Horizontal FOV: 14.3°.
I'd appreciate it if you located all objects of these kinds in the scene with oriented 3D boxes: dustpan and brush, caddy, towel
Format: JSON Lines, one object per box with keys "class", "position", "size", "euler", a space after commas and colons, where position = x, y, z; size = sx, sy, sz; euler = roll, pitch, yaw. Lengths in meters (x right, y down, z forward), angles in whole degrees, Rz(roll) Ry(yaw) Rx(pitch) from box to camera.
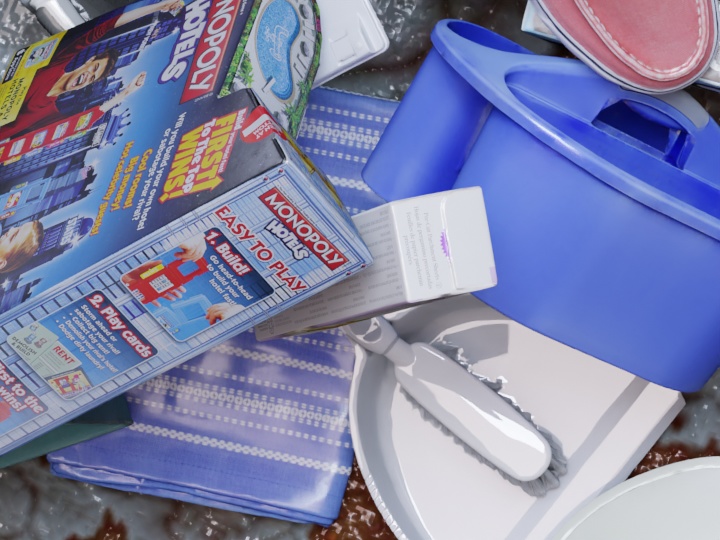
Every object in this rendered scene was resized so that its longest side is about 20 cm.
{"class": "dustpan and brush", "position": [0.028, 0.045, 1.278], "size": [0.200, 0.057, 0.140], "euler": [39, 93, 7]}
{"class": "caddy", "position": [0.100, -0.036, 1.206], "size": [0.200, 0.141, 0.105], "euler": [23, 107, -36]}
{"class": "towel", "position": [-0.061, 0.009, 1.313], "size": [0.145, 0.024, 0.200], "euler": [11, 94, 7]}

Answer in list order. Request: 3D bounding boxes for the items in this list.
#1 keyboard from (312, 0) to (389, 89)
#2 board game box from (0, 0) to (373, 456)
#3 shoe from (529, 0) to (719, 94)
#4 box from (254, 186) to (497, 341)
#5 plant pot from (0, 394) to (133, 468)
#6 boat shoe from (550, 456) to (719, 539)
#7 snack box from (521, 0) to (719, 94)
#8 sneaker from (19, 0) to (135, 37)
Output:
{"class": "keyboard", "position": [-0.076, -0.080, 1.228], "size": [0.200, 0.011, 0.056], "euler": [-25, 84, 32]}
{"class": "board game box", "position": [-0.077, -0.032, 1.141], "size": [0.200, 0.200, 0.062], "euler": [-17, 129, 34]}
{"class": "shoe", "position": [0.088, -0.139, 1.093], "size": [0.071, 0.091, 0.200], "euler": [-31, 116, 2]}
{"class": "box", "position": [0.000, 0.000, 1.160], "size": [0.039, 0.200, 0.042], "euler": [-10, 87, -19]}
{"class": "plant pot", "position": [-0.213, -0.008, 1.272], "size": [0.141, 0.141, 0.200], "euler": [-18, 81, 19]}
{"class": "boat shoe", "position": [0.106, 0.161, 1.280], "size": [0.200, 0.062, 0.073], "euler": [-41, 56, -5]}
{"class": "snack box", "position": [0.173, -0.089, 1.225], "size": [0.200, 0.116, 0.037], "euler": [17, 95, 8]}
{"class": "sneaker", "position": [-0.124, -0.183, 1.285], "size": [0.115, 0.075, 0.200], "euler": [-38, 80, 5]}
